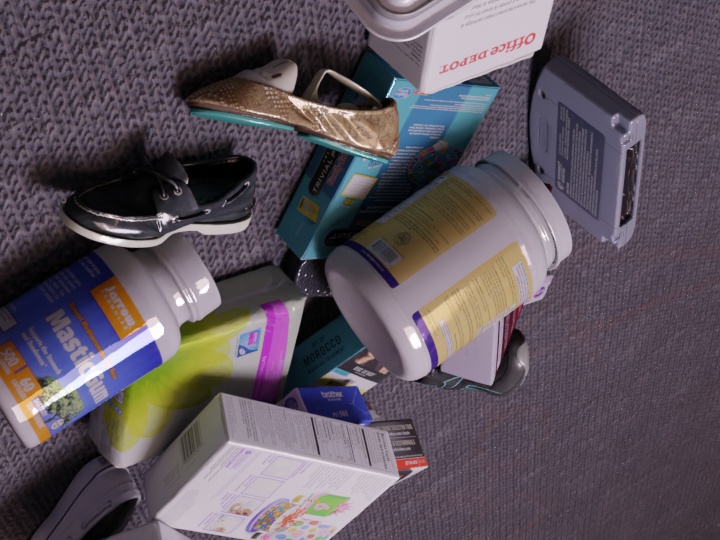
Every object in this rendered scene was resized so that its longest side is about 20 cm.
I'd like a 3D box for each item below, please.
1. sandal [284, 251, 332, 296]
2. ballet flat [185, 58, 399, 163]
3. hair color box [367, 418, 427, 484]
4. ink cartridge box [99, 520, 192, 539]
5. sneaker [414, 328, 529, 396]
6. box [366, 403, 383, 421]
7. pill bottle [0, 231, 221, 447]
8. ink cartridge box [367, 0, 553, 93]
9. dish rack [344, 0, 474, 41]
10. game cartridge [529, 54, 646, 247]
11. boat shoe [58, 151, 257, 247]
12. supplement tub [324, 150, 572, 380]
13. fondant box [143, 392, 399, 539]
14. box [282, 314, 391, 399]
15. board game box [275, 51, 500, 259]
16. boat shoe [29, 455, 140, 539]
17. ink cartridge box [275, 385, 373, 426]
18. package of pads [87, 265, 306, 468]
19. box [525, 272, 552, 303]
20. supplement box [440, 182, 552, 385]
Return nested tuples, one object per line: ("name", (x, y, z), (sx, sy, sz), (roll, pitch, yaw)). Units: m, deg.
("sandal", (0.000, -0.001, 1.445), (0.200, 0.043, 0.076), (19, 106, -47))
("ballet flat", (-0.052, -0.140, 1.187), (0.200, 0.070, 0.066), (11, 93, -35))
("hair color box", (-0.035, 0.230, 1.577), (0.200, 0.061, 0.101), (-34, 157, 35))
("ink cartridge box", (-0.208, 0.309, 1.384), (0.115, 0.068, 0.200), (-19, 156, 5))
("sneaker", (0.111, 0.105, 1.582), (0.079, 0.076, 0.200), (2, 170, -30))
("box", (-0.052, 0.179, 1.590), (0.200, 0.039, 0.042), (2, 127, -49))
("pill bottle", (-0.220, 0.048, 1.180), (0.200, 0.112, 0.112), (-34, 147, -15))
("ink cartridge box", (0.096, -0.265, 1.192), (0.144, 0.084, 0.200), (-24, 142, -30))
("dish rack", (0.051, -0.279, 1.042), (0.200, 0.172, 0.044), (-34, 170, -13))
("game cartridge", (0.229, -0.124, 1.459), (0.041, 0.133, 0.200), (-32, 147, -17))
("boat shoe", (-0.155, -0.065, 1.157), (0.199, 0.075, 0.066), (-3, 128, -47))
("supplement tub", (0.083, -0.007, 1.333), (0.200, 0.145, 0.146), (-35, 147, -14))
("fondant box", (-0.085, 0.196, 1.359), (0.200, 0.058, 0.144), (18, 131, -34))
("box", (-0.023, 0.097, 1.463), (0.200, 0.049, 0.082), (-36, 148, 20))
("board game box", (0.025, -0.104, 1.337), (0.151, 0.047, 0.200), (-3, 130, -47))
("boat shoe", (-0.283, 0.276, 1.420), (0.073, 0.065, 0.200), (-1, 129, -48))
("ink cartridge box", (-0.088, 0.186, 1.450), (0.200, 0.044, 0.094), (-41, 153, 30))
("package of pads", (-0.156, 0.092, 1.345), (0.200, 0.068, 0.155), (-17, 138, -35))
("box", (0.130, 0.029, 1.603), (0.200, 0.041, 0.039), (-17, 141, -38))
("supplement box", (0.143, 0.007, 1.496), (0.109, 0.061, 0.200), (87, 24, -50))
